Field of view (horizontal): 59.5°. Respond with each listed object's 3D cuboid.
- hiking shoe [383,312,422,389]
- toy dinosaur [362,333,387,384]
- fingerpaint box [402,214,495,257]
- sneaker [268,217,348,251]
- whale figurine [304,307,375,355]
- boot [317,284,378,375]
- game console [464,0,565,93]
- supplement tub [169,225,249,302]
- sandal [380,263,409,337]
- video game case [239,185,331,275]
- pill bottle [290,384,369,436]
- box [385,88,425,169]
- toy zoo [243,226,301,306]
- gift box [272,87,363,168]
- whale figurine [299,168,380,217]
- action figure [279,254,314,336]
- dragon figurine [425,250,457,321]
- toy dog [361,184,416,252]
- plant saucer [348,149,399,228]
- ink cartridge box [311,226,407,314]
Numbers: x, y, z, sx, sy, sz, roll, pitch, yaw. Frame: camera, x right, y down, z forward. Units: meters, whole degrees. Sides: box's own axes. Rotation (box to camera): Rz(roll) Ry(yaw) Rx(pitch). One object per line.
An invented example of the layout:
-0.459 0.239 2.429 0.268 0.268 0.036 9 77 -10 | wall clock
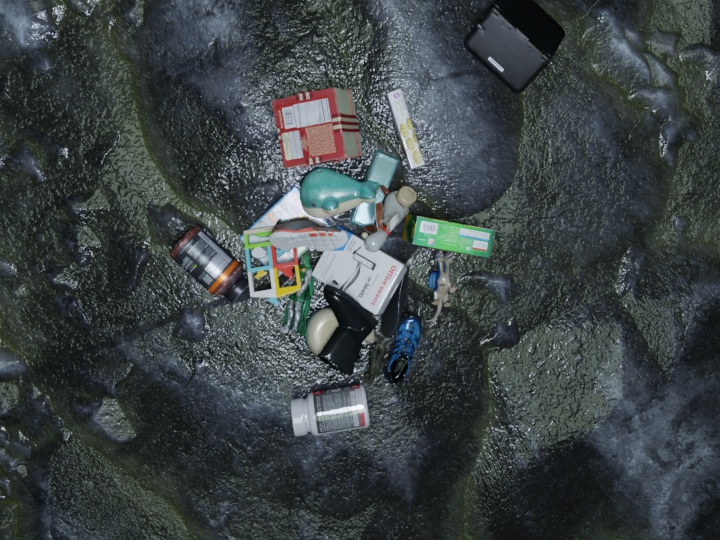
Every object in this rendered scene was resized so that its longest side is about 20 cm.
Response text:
0.120 0.212 1.666 0.073 0.087 0.203 15 97 -7 | hiking shoe
0.045 0.223 1.649 0.047 0.089 0.201 16 138 4 | toy dinosaur
0.217 -0.088 1.591 0.197 0.167 0.074 10 96 -7 | fingerpaint box
-0.127 -0.102 1.559 0.197 0.077 0.083 2 54 5 | sneaker
-0.056 0.157 1.652 0.198 0.103 0.162 -5 98 -29 | whale figurine
-0.052 0.151 1.551 0.198 0.073 0.164 42 72 -34 | boot
0.393 -0.591 1.608 0.199 0.117 0.176 38 124 -8 | game console
-0.373 -0.011 1.585 0.200 0.107 0.107 44 93 -9 | supplement tub
0.102 0.082 1.658 0.047 0.075 0.203 10 97 -31 | sandal
-0.194 -0.099 1.631 0.200 0.018 0.143 -42 99 2 | video game case
-0.080 0.371 1.659 0.197 0.114 0.116 -8 99 -3 | pill bottle
0.114 -0.359 1.608 0.041 0.039 0.203 -19 99 -3 | box
-0.220 -0.010 1.587 0.129 0.020 0.203 -9 78 -3 | toy zoo
-0.111 -0.347 1.523 0.197 0.187 0.187 -2 101 15 | gift box
-0.055 -0.200 1.543 0.197 0.160 0.105 -3 122 21 | whale figurine
-0.160 0.058 1.623 0.054 0.117 0.203 14 87 -43 | action figure
0.212 0.041 1.660 0.058 0.100 0.202 4 131 -5 | dragon figurine
0.058 -0.144 1.569 0.096 0.200 0.132 36 129 4 | toy dog
0.036 -0.206 1.635 0.069 0.019 0.202 20 95 -7 | plant saucer
0.000 0.000 1.601 0.198 0.084 0.147 30 94 11 | ink cartridge box
